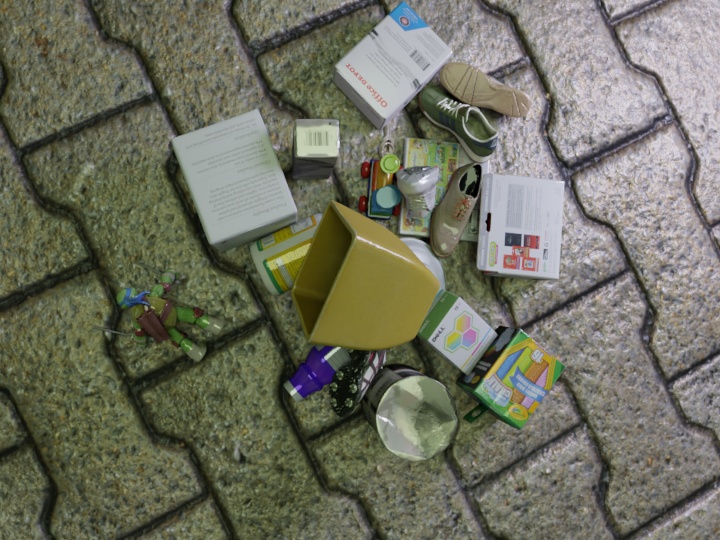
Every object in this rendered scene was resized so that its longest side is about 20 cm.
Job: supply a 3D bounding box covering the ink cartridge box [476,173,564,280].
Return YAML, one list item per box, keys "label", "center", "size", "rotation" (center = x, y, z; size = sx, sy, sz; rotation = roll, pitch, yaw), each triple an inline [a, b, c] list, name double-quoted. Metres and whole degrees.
- label: "ink cartridge box"
  center: [0.312, -0.087, 1.235]
  size: [0.175, 0.084, 0.201]
  rotation: [6, 86, -9]

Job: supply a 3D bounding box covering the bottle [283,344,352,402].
- label: "bottle"
  center: [-0.059, 0.175, 1.180]
  size: [0.200, 0.065, 0.084]
  rotation: [-40, 123, -7]

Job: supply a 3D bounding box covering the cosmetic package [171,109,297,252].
- label: "cosmetic package"
  center: [-0.228, -0.160, 1.130]
  size: [0.167, 0.166, 0.201]
  rotation: [-20, 89, -7]

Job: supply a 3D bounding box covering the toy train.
- label: "toy train"
  center: [0.049, -0.206, 1.193]
  size: [0.084, 0.116, 0.201]
  rotation: [5, 87, -7]

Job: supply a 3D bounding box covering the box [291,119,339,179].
- label: "box"
  center: [-0.088, -0.223, 1.134]
  size: [0.082, 0.200, 0.069]
  rotation: [-1, 87, -6]

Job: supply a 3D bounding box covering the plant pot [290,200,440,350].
- label: "plant pot"
  center: [0.017, 0.023, 1.045]
  size: [0.199, 0.196, 0.195]
  rotation: [19, 107, -21]

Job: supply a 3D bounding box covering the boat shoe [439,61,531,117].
- label: "boat shoe"
  center: [0.254, -0.371, 1.254]
  size: [0.199, 0.065, 0.072]
  rotation: [19, 103, -5]

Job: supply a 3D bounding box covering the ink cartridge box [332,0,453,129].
- label: "ink cartridge box"
  center: [0.062, -0.410, 1.220]
  size: [0.200, 0.084, 0.146]
  rotation: [-45, 93, -6]

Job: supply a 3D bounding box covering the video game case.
- label: "video game case"
  center: [0.174, -0.166, 1.254]
  size: [0.181, 0.023, 0.201]
  rotation: [5, 87, -7]

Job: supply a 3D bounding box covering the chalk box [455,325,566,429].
- label: "chalk box"
  center: [0.281, 0.226, 1.198]
  size: [0.124, 0.125, 0.200]
  rotation: [38, 84, -4]

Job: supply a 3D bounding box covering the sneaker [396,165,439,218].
- label: "sneaker"
  center: [0.114, -0.146, 1.142]
  size: [0.077, 0.200, 0.100]
  rotation: [0, 101, 14]

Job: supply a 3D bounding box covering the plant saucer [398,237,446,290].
- label: "plant saucer"
  center: [0.097, 0.036, 1.186]
  size: [0.199, 0.050, 0.201]
  rotation: [-3, 97, -28]

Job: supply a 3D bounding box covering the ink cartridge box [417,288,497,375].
- label: "ink cartridge box"
  center: [0.171, 0.108, 1.177]
  size: [0.200, 0.059, 0.104]
  rotation: [42, 82, -34]

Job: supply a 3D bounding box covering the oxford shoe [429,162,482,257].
- label: "oxford shoe"
  center: [0.190, -0.124, 1.202]
  size: [0.070, 0.075, 0.201]
  rotation: [18, 82, -7]

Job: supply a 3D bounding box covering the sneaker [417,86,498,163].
- label: "sneaker"
  center: [0.203, -0.312, 1.218]
  size: [0.067, 0.090, 0.200]
  rotation: [-41, 84, -17]

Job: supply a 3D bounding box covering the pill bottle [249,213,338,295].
- label: "pill bottle"
  center: [-0.099, -0.041, 1.158]
  size: [0.199, 0.113, 0.113]
  rotation: [-25, 90, -1]

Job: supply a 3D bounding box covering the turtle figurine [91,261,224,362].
- label: "turtle figurine"
  center: [-0.369, 0.078, 1.148]
  size: [0.194, 0.200, 0.144]
  rotation: [34, 60, -24]

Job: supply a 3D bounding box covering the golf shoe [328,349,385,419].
- label: "golf shoe"
  center: [0.005, 0.193, 1.141]
  size: [0.088, 0.077, 0.201]
  rotation: [2, 117, -43]

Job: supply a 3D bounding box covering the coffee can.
- label: "coffee can"
  center: [0.084, 0.258, 1.132]
  size: [0.146, 0.200, 0.147]
  rotation: [0, 88, -7]
